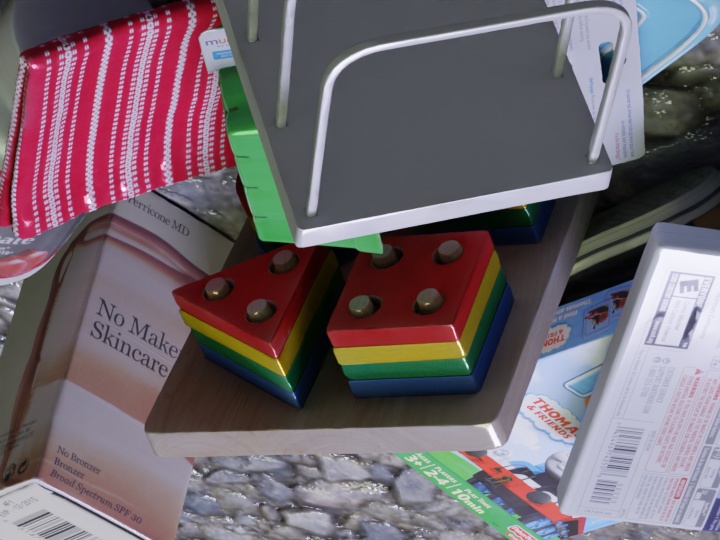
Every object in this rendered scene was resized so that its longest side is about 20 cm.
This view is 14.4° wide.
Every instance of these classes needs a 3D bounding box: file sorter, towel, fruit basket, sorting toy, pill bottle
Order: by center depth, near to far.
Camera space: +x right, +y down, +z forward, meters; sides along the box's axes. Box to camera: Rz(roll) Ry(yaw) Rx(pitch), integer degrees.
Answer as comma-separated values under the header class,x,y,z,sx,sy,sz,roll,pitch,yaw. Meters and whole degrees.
class,x,y,z,sx,sy,sz,roll,pitch,yaw
file sorter,0.017,-0.136,1.181,0.138,0.201,0.125,-11,149,-13
fruit basket,0.033,-0.086,1.343,0.199,0.094,0.185,-16,151,0
towel,-0.079,-0.086,1.391,0.199,0.023,0.145,-18,151,-24
sorting toy,0.000,0.000,1.463,0.198,0.200,0.070,-3,131,26
pill bottle,-0.173,-0.078,1.476,0.110,0.111,0.200,22,149,-15

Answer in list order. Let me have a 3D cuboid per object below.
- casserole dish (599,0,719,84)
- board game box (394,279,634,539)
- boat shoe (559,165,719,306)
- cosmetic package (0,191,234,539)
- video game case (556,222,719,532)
class,x,y,z,sx,sy,sz,roll,pitch,yaw
casserole dish,0.100,-0.124,1.363,0.121,0.039,0.200,26,148,-20
board game box,0.119,0.082,1.538,0.200,0.037,0.151,-22,133,39
boat shoe,0.128,0.006,1.525,0.200,0.075,0.062,-24,104,41
cosmetic package,-0.145,0.062,1.610,0.103,0.201,0.087,30,145,-29
video game case,0.211,0.063,1.449,0.181,0.023,0.200,7,133,-9
